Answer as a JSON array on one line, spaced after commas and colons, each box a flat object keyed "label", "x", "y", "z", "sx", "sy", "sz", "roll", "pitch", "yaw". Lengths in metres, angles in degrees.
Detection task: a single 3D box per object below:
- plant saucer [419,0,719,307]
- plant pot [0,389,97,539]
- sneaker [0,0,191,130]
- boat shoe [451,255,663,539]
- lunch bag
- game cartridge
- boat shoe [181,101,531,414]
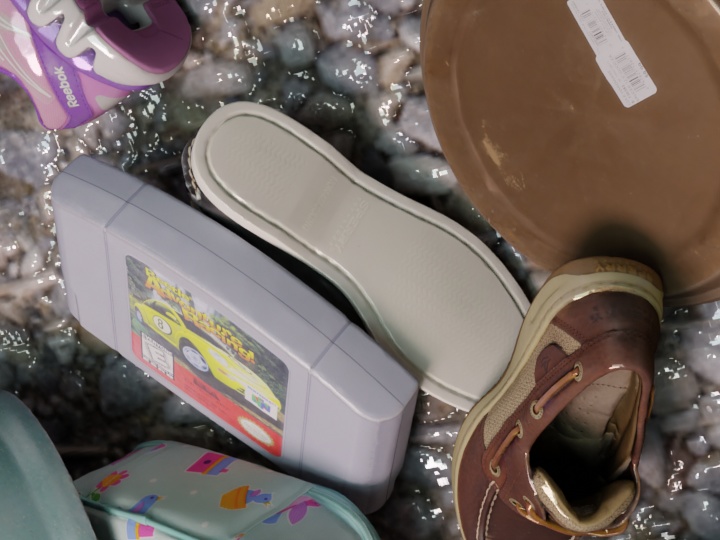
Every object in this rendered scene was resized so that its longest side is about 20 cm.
[{"label": "plant saucer", "x": 0.101, "y": -0.070, "z": 0.758, "sx": 0.199, "sy": 0.029, "sz": 0.201, "roll": 24, "pitch": 130, "yaw": 31}, {"label": "plant pot", "x": -0.217, "y": 0.175, "z": 0.917, "sx": 0.200, "sy": 0.134, "sz": 0.201, "roll": 38, "pitch": 136, "yaw": 48}, {"label": "sneaker", "x": -0.176, "y": -0.146, "z": 0.876, "sx": 0.200, "sy": 0.080, "sz": 0.088, "roll": 48, "pitch": 128, "yaw": 3}, {"label": "boat shoe", "x": 0.088, "y": 0.085, "z": 0.794, "sx": 0.072, "sy": 0.072, "sz": 0.201, "roll": 7, "pitch": 136, "yaw": -12}, {"label": "lunch bag", "x": -0.067, "y": 0.176, "z": 0.906, "sx": 0.199, "sy": 0.077, "sz": 0.161, "roll": 9, "pitch": 118, "yaw": 45}, {"label": "game cartridge", "x": -0.064, "y": 0.030, "z": 0.863, "sx": 0.200, "sy": 0.041, "sz": 0.133, "roll": 33, "pitch": 150, "yaw": 14}, {"label": "boat shoe", "x": 0.000, "y": 0.000, "z": 0.846, "sx": 0.200, "sy": 0.074, "sz": 0.060, "roll": 35, "pitch": 162, "yaw": -6}]
